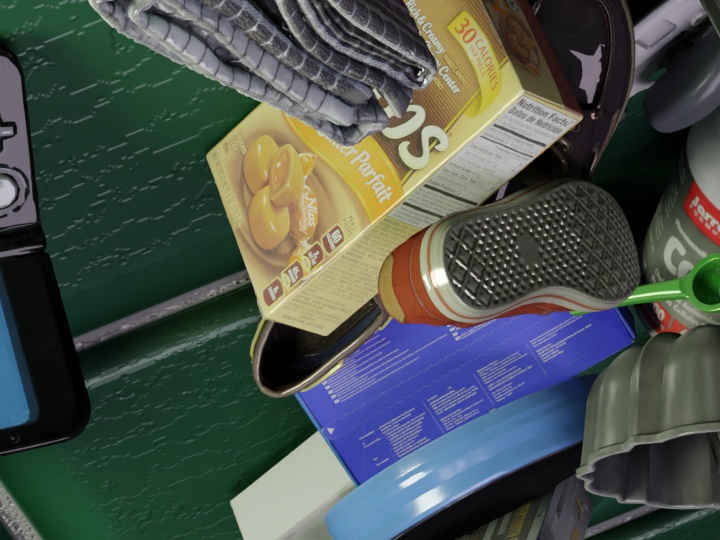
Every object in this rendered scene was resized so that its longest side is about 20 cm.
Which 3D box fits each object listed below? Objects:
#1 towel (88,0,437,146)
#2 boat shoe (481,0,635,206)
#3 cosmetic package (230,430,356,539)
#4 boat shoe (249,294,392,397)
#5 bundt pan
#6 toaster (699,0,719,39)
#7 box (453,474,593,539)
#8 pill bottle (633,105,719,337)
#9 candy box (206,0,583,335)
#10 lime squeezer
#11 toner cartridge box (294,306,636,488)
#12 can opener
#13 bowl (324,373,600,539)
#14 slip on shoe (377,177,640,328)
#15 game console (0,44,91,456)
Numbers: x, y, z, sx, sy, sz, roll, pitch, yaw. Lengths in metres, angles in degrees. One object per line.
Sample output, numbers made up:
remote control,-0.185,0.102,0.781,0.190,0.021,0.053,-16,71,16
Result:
towel,-0.058,-0.157,1.175,0.086,0.166,0.200,-41,143,19
boat shoe,0.103,-0.070,1.427,0.074,0.073,0.201,13,123,7
cosmetic package,0.013,0.122,1.721,0.200,0.051,0.082,-40,148,26
boat shoe,0.000,0.000,1.511,0.072,0.060,0.200,35,127,-11
bundt pan,0.226,0.083,1.538,0.201,0.076,0.202,-1,161,0
toaster,0.245,-0.156,1.343,0.119,0.200,0.181,-38,136,20
box,0.062,0.202,1.729,0.158,0.200,0.048,-19,105,19
pill bottle,0.239,-0.039,1.560,0.113,0.114,0.200,-9,145,-18
candy box,0.014,-0.071,1.383,0.055,0.116,0.200,17,132,-45
lime squeezer,0.223,0.011,1.514,0.199,0.038,0.071,2,173,-1
toner cartridge box,0.061,0.047,1.603,0.200,0.043,0.095,-30,103,13
can opener,0.131,-0.083,1.478,0.200,0.067,0.053,-40,143,25
bowl,0.074,0.130,1.635,0.200,0.039,0.201,-26,167,-6
slip on shoe,0.082,-0.005,1.370,0.061,0.074,0.200,-17,176,39
game console,-0.247,0.001,1.290,0.199,0.116,0.177,-12,124,-15
